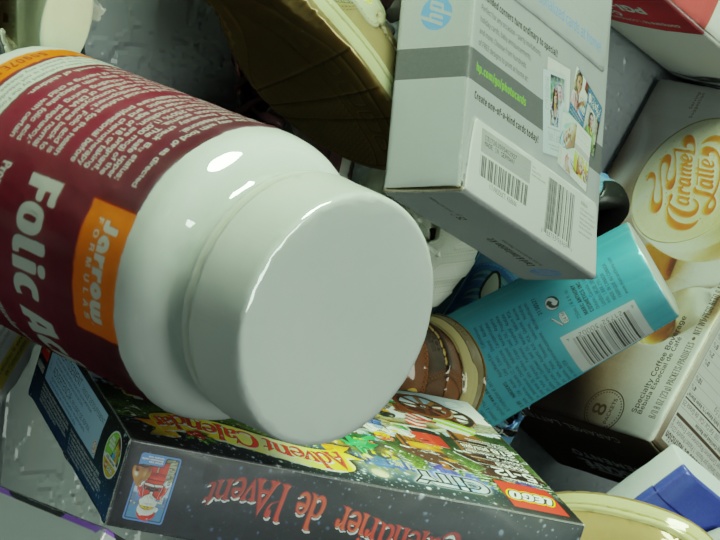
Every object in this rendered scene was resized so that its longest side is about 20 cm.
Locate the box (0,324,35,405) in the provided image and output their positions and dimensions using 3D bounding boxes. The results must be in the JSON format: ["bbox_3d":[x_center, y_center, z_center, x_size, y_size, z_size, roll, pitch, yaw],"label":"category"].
[{"bbox_3d":[-0.199,-0.031,1.140,0.200,0.049,0.082,46,68,-41],"label":"box"}]

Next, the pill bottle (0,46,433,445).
[{"bbox_3d":[-0.074,-0.010,1.085,0.114,0.200,0.115,-19,118,-38],"label":"pill bottle"}]

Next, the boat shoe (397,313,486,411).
[{"bbox_3d":[-0.024,0.102,1.296,0.200,0.072,0.067,-56,150,14],"label":"boat shoe"}]

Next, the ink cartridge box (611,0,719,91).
[{"bbox_3d":[0.206,-0.168,1.483,0.200,0.083,0.147,33,77,-43],"label":"ink cartridge box"}]

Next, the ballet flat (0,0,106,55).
[{"bbox_3d":[-0.134,-0.149,1.164,0.073,0.073,0.201,-8,105,-43],"label":"ballet flat"}]

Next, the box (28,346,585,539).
[{"bbox_3d":[-0.024,0.077,1.166,0.199,0.137,0.038,12,104,-24],"label":"box"}]

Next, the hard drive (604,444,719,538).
[{"bbox_3d":[0.116,0.180,1.436,0.200,0.025,0.132,-39,134,14],"label":"hard drive"}]

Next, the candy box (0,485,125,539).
[{"bbox_3d":[-0.110,0.155,1.188,0.200,0.167,0.072,38,74,-43],"label":"candy box"}]

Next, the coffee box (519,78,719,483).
[{"bbox_3d":[0.169,0.010,1.469,0.080,0.114,0.200,45,70,-42],"label":"coffee box"}]

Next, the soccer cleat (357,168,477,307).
[{"bbox_3d":[0.000,0.000,1.314,0.069,0.078,0.200,46,62,6],"label":"soccer cleat"}]

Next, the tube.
[{"bbox_3d":[0.052,0.047,1.342,0.200,0.050,0.078,-29,108,7],"label":"tube"}]

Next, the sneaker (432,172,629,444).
[{"bbox_3d":[0.074,0.033,1.390,0.078,0.090,0.201,24,83,-54],"label":"sneaker"}]

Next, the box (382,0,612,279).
[{"bbox_3d":[0.066,-0.111,1.242,0.156,0.041,0.201,28,65,-61],"label":"box"}]

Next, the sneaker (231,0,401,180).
[{"bbox_3d":[-0.051,-0.098,1.265,0.115,0.076,0.201,34,66,-37],"label":"sneaker"}]

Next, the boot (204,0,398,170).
[{"bbox_3d":[-0.008,-0.156,1.216,0.200,0.072,0.155,50,53,-29],"label":"boot"}]

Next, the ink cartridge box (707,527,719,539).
[{"bbox_3d":[0.113,0.232,1.402,0.199,0.088,0.146,-20,135,-3],"label":"ink cartridge box"}]

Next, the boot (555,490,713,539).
[{"bbox_3d":[0.060,0.178,1.310,0.156,0.199,0.073,-68,148,-42],"label":"boot"}]
